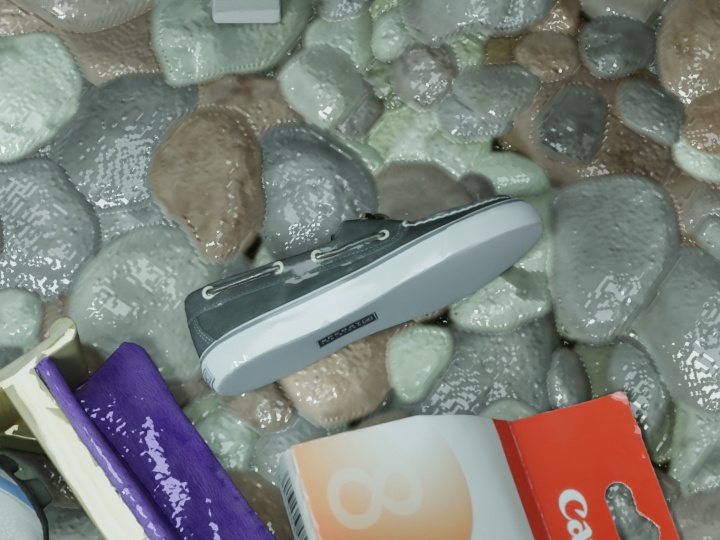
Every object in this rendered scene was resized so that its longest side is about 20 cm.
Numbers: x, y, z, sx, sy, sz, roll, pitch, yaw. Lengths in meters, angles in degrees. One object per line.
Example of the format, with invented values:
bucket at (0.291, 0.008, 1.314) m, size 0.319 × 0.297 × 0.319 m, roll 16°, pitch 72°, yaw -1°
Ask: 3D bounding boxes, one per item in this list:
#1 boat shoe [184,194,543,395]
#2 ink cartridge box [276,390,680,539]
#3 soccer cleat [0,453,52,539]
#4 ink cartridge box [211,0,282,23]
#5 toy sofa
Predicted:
boat shoe at (0.000, 0.000, 1.182) m, size 0.199 × 0.069 × 0.057 m, roll -25°, pitch 69°, yaw -7°
ink cartridge box at (0.074, 0.147, 1.116) m, size 0.199 × 0.050 × 0.163 m, roll -13°, pitch 68°, yaw -14°
soccer cleat at (-0.238, 0.098, 1.102) m, size 0.200 × 0.070 × 0.086 m, roll 28°, pitch 35°, yaw 36°
ink cartridge box at (-0.066, -0.266, 1.231) m, size 0.044 × 0.176 × 0.201 m, roll -1°, pitch 68°, yaw -1°
toy sofa at (-0.104, 0.119, 1.124) m, size 0.097 × 0.083 × 0.200 m, roll -33°, pitch 72°, yaw -12°
